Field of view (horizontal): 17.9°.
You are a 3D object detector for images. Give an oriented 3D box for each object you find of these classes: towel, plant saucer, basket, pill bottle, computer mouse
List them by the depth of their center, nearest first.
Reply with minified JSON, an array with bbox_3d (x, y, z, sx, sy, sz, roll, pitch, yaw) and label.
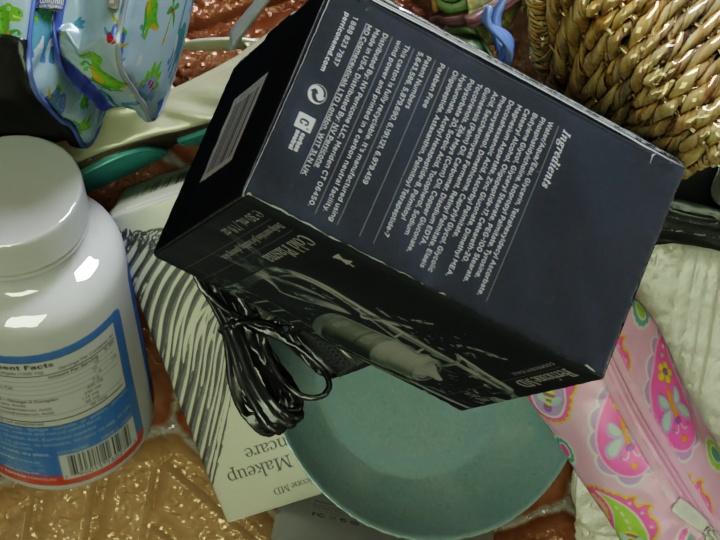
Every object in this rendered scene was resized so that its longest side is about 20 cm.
[{"bbox_3d":[0.172,-0.158,1.163,0.200,0.143,0.149,-44,98,-16],"label":"basket"},{"bbox_3d":[0.000,0.000,1.272,0.199,0.053,0.139,-20,87,-20],"label":"computer mouse"},{"bbox_3d":[-0.181,0.022,1.278,0.111,0.113,0.201,-1,138,4],"label":"pill bottle"},{"bbox_3d":[0.034,0.057,1.323,0.200,0.039,0.202,4,79,-21],"label":"plant saucer"},{"bbox_3d":[0.198,0.075,1.355,0.132,0.034,0.201,7,106,0],"label":"towel"}]

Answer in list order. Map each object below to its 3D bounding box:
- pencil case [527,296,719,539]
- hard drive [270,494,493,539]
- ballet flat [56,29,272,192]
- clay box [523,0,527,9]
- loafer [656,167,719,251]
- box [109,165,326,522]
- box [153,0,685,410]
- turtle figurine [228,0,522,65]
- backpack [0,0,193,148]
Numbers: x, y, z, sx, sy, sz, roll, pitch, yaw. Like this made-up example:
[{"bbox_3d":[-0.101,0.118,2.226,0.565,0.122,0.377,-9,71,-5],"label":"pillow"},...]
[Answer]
[{"bbox_3d":[0.153,0.087,1.298,0.087,0.087,0.201,-28,101,11],"label":"pencil case"},{"bbox_3d":[0.011,0.175,1.309,0.131,0.200,0.026,13,108,-1],"label":"hard drive"},{"bbox_3d":[-0.117,-0.093,1.313,0.199,0.070,0.070,-17,105,7],"label":"ballet flat"},{"bbox_3d":[0.189,-0.169,1.272,0.199,0.048,0.115,-23,103,9],"label":"clay box"},{"bbox_3d":[0.208,-0.048,1.290,0.199,0.068,0.071,3,147,5],"label":"loafer"},{"bbox_3d":[-0.074,0.038,1.341,0.082,0.068,0.201,-19,105,10],"label":"box"},{"bbox_3d":[0.023,-0.030,1.151,0.196,0.200,0.125,25,76,-12],"label":"box"},{"bbox_3d":[0.028,-0.187,1.228,0.143,0.200,0.195,17,81,-23],"label":"turtle figurine"},{"bbox_3d":[-0.162,-0.175,1.215,0.146,0.183,0.201,5,81,6],"label":"backpack"}]
